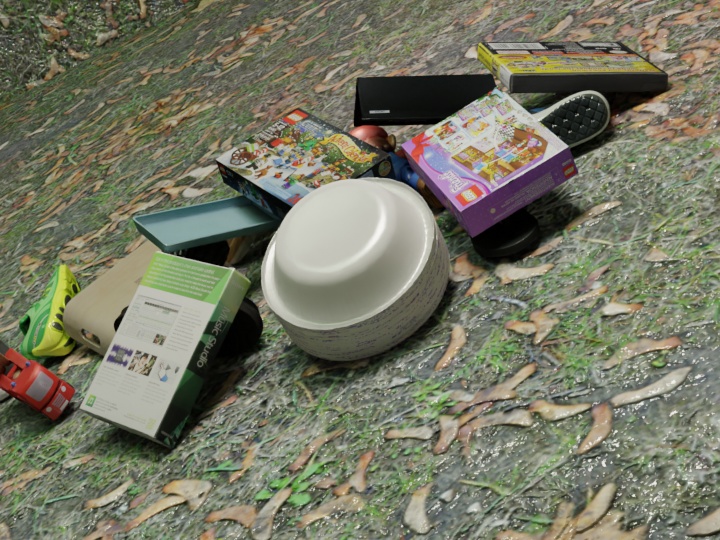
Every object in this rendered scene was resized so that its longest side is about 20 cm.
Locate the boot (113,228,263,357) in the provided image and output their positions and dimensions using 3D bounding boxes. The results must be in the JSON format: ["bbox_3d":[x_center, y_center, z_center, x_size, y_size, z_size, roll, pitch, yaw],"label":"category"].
[{"bbox_3d":[-0.182,0.020,1.651,0.208,0.080,0.159,0,39,29],"label":"boot"}]

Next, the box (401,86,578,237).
[{"bbox_3d":[0.140,-0.125,1.544,0.136,0.039,0.200,-30,31,-2],"label":"box"}]

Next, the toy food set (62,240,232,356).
[{"bbox_3d":[-0.275,0.037,1.805,0.200,0.061,0.143,-41,38,-25],"label":"toy food set"}]

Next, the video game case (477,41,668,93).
[{"bbox_3d":[0.261,-0.256,1.739,0.197,0.026,0.181,-2,21,-9],"label":"video game case"}]

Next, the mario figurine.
[{"bbox_3d":[0.044,-0.110,1.751,0.122,0.107,0.200,3,24,-25],"label":"mario figurine"}]

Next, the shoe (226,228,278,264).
[{"bbox_3d":[-0.112,-0.082,1.818,0.201,0.053,0.070,-52,12,9],"label":"shoe"}]

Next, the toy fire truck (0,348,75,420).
[{"bbox_3d":[-0.443,0.113,1.700,0.049,0.141,0.199,-56,31,-14],"label":"toy fire truck"}]

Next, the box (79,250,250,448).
[{"bbox_3d":[-0.215,0.083,1.525,0.143,0.036,0.202,12,73,44],"label":"box"}]

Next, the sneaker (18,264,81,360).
[{"bbox_3d":[-0.426,0.056,1.892,0.082,0.075,0.201,-20,24,8],"label":"sneaker"}]

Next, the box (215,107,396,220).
[{"bbox_3d":[-0.069,-0.124,1.698,0.136,0.038,0.199,-35,40,-21],"label":"box"}]

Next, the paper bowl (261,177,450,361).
[{"bbox_3d":[-0.012,-0.014,1.464,0.198,0.105,0.203,-13,49,15],"label":"paper bowl"}]

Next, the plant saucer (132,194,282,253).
[{"bbox_3d":[-0.180,-0.057,1.680,0.070,0.019,0.199,35,32,32],"label":"plant saucer"}]

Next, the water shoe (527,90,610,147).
[{"bbox_3d":[0.208,-0.157,1.668,0.197,0.073,0.079,-18,3,14],"label":"water shoe"}]

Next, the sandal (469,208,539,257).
[{"bbox_3d":[0.147,-0.070,1.553,0.075,0.048,0.201,-26,23,4],"label":"sandal"}]

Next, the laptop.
[{"bbox_3d":[0.082,-0.191,1.753,0.174,0.200,0.105,-1,68,-3],"label":"laptop"}]

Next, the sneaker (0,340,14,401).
[{"bbox_3d":[-0.534,0.152,1.799,0.198,0.085,0.074,-31,22,-8],"label":"sneaker"}]
